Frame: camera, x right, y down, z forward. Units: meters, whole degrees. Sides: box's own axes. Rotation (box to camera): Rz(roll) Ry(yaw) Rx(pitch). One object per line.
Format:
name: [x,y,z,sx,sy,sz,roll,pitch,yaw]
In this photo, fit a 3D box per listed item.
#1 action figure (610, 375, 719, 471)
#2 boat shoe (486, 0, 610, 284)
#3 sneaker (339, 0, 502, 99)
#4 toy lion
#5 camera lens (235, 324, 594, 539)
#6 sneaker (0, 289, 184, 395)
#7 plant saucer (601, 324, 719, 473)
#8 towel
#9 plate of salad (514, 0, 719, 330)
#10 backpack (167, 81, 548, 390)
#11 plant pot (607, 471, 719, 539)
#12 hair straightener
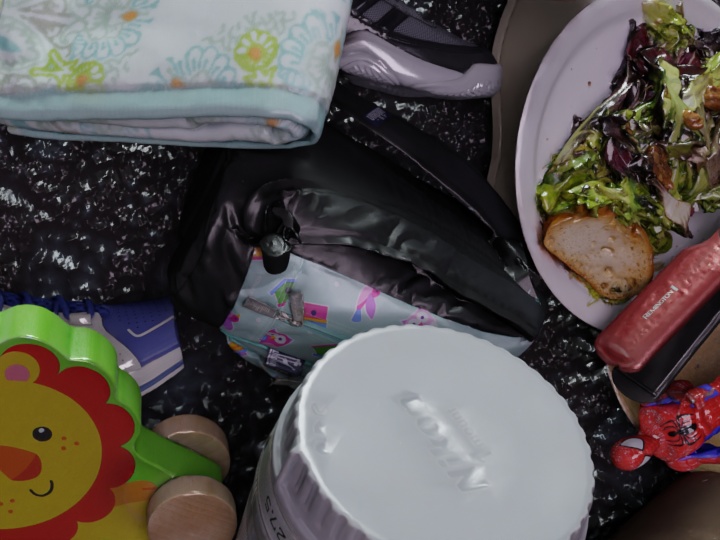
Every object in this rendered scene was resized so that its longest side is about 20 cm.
action figure: [0.239,0.069,0.880,0.199,0.099,0.066,-27,97,-8]
boat shoe: [0.117,-0.092,0.894,0.059,0.071,0.202,10,86,-58]
sneaker: [-0.004,-0.166,0.851,0.198,0.075,0.115,14,92,-12]
toy lion: [-0.174,0.114,0.774,0.191,0.069,0.200,29,116,-25]
camera lens: [0.016,0.147,0.754,0.159,0.161,0.201,6,134,-14]
sneaker: [-0.198,0.031,0.814,0.198,0.081,0.116,-17,99,-11]
plant saucer: [0.236,0.029,0.943,0.198,0.035,0.202,-1,93,-13]
towel: [-0.097,-0.149,0.781,0.198,0.048,0.173,4,72,18]
plate of salad: [0.171,-0.061,0.856,0.199,0.048,0.202,-5,99,-32]
backpack: [0.000,0.000,0.827,0.199,0.168,0.127,26,129,-15]
plant pot: [0.190,0.219,0.880,0.200,0.200,0.175,46,64,-12]
hair straightener: [0.213,-0.002,0.870,0.200,0.041,0.077,-49,139,-14]
